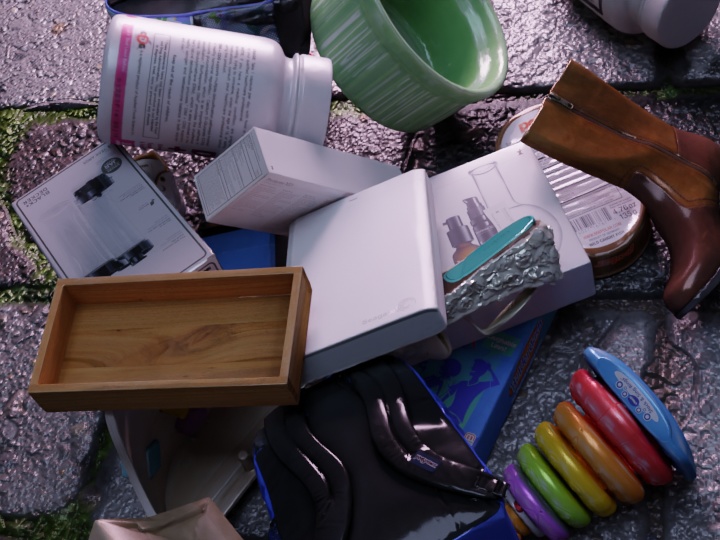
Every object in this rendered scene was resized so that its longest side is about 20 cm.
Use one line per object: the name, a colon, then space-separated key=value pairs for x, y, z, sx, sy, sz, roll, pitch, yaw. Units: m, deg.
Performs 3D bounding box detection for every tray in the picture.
tray: x=-0.139 y=0.052 z=0.858 sx=0.198 sy=0.037 sz=0.099 roll=-3 pitch=56 yaw=12

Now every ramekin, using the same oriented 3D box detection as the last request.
ramekin: x=0.044 y=-0.235 z=1.136 sx=0.097 sy=0.199 sz=0.202 roll=-32 pitch=42 yaw=38

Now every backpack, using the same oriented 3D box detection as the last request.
backpack: x=0.011 y=0.179 z=0.847 sx=0.161 sy=0.169 sz=0.200 roll=-25 pitch=42 yaw=-9
backpack: x=-0.145 y=-0.250 z=1.153 sx=0.198 sy=0.148 sz=0.184 roll=-5 pitch=38 yaw=6

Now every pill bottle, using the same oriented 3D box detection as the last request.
pill bottle: x=0.269 y=-0.312 z=1.176 sx=0.110 sy=0.111 sz=0.200 roll=-33 pitch=53 yaw=-8
pill bottle: x=-0.130 y=-0.158 z=1.036 sx=0.198 sy=0.114 sz=0.114 roll=7 pitch=53 yaw=-9

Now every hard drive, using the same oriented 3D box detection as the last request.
hard drive: x=0.000 y=0.000 z=0.924 sx=0.131 sy=0.026 sz=0.201 roll=-22 pitch=32 yaw=14

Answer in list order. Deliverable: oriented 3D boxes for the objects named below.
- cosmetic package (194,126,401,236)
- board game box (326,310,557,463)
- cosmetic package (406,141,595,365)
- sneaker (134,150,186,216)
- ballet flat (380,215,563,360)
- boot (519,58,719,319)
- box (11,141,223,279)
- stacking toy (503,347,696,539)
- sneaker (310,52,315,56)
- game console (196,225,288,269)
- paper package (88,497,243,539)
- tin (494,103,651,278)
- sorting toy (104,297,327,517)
cosmetic package: x=-0.046 y=-0.071 z=1.032 sx=0.082 sy=0.199 sz=0.051 roll=-31 pitch=66 yaw=32
board game box: x=0.077 y=0.057 z=1.010 sx=0.151 sy=0.045 sz=0.201 roll=16 pitch=60 yaw=26
cosmetic package: x=0.082 y=-0.013 z=1.000 sx=0.198 sy=0.052 sz=0.152 roll=-22 pitch=50 yaw=2
sneaker: x=-0.210 y=-0.053 z=1.108 sx=0.072 sy=0.085 sz=0.200 roll=-15 pitch=29 yaw=-1
ballet flat: x=0.074 y=0.031 z=0.907 sx=0.199 sy=0.072 sz=0.072 roll=-30 pitch=52 yaw=2
boot: x=0.230 y=-0.074 z=0.985 sx=0.199 sy=0.069 sz=0.189 roll=30 pitch=63 yaw=-3
box: x=-0.209 y=-0.018 z=1.004 sx=0.116 sy=0.060 sz=0.200 roll=-36 pitch=51 yaw=-12
stacking toy: x=0.152 y=0.164 z=0.890 sx=0.200 sy=0.110 sz=0.116 roll=-41 pitch=62 yaw=4
sneaker: x=-0.077 y=-0.170 z=1.201 sx=0.115 sy=0.079 sz=0.201 roll=-24 pitch=53 yaw=0
game console: x=-0.165 y=0.006 z=1.080 sx=0.198 sy=0.176 sz=0.118 roll=-13 pitch=82 yaw=8
paper package: x=-0.129 y=0.297 z=0.801 sx=0.103 sy=0.201 sz=0.190 roll=-3 pitch=35 yaw=-45
tin: x=0.197 y=-0.081 z=1.080 sx=0.111 sy=0.042 sz=0.201 roll=-20 pitch=52 yaw=-3
sorting toy: x=-0.138 y=0.111 z=0.951 sx=0.106 sy=0.181 sz=0.200 roll=27 pitch=66 yaw=30
